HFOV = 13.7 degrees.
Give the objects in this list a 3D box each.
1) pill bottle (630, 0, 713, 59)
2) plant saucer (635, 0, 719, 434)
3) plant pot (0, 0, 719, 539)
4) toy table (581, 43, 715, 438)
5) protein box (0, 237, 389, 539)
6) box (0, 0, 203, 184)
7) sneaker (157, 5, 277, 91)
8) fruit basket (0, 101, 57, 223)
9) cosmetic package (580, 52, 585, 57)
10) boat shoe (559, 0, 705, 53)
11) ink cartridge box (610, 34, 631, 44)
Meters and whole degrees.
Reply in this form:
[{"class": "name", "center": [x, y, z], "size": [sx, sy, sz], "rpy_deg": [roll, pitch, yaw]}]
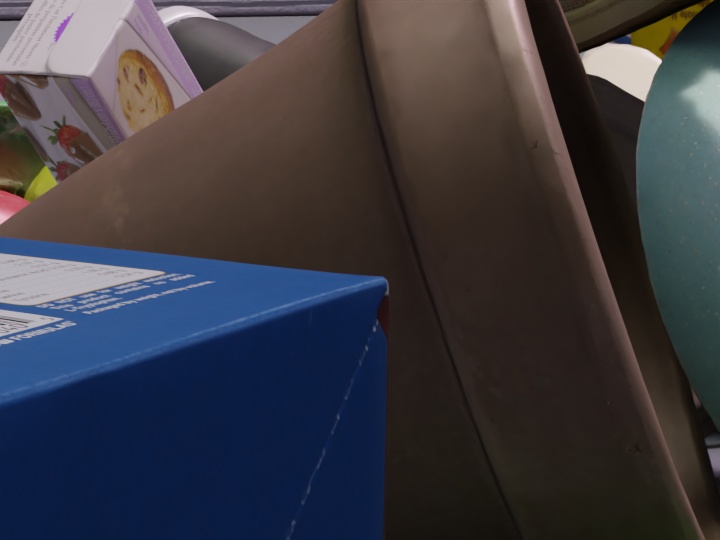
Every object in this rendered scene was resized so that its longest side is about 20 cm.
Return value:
[{"class": "pill bottle", "center": [0.153, -0.045, 1.119], "size": [0.109, 0.201, 0.109], "rpy_deg": [1, 9, 0]}, {"class": "plant saucer", "center": [0.170, -0.003, 0.886], "size": [0.199, 0.201, 0.036], "rpy_deg": [-6, -17, -39]}, {"class": "plant pot", "center": [-0.008, 0.019, 0.824], "size": [0.174, 0.201, 0.200], "rpy_deg": [-19, 6, 10]}, {"class": "toy table", "center": [0.127, -0.004, 0.994], "size": [0.116, 0.184, 0.201], "rpy_deg": [-3, 41, 14]}, {"class": "protein box", "center": [-0.126, 0.070, 0.570], "size": [0.199, 0.136, 0.198], "rpy_deg": [6, 10, 27]}, {"class": "box", "center": [-0.049, -0.005, 0.926], "size": [0.039, 0.200, 0.042], "rpy_deg": [5, 50, 33]}, {"class": "sneaker", "center": [0.000, 0.000, 1.001], "size": [0.071, 0.200, 0.099], "rpy_deg": [-47, 37, -15]}, {"class": "fruit basket", "center": [-0.133, -0.001, 1.078], "size": [0.184, 0.094, 0.200], "rpy_deg": [3, 25, 12]}, {"class": "cosmetic package", "center": [0.147, -0.034, 1.272], "size": [0.199, 0.052, 0.151], "rpy_deg": [27, -2, -20]}, {"class": "boat shoe", "center": [0.076, -0.105, 0.942], "size": [0.073, 0.063, 0.200], "rpy_deg": [-24, 3, -27]}, {"class": "ink cartridge box", "center": [0.186, -0.083, 1.250], "size": [0.199, 0.077, 0.136], "rpy_deg": [28, 0, -7]}]
